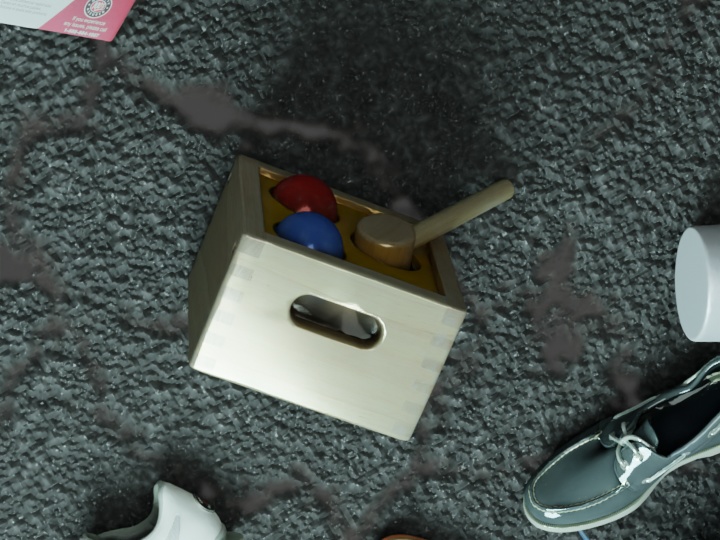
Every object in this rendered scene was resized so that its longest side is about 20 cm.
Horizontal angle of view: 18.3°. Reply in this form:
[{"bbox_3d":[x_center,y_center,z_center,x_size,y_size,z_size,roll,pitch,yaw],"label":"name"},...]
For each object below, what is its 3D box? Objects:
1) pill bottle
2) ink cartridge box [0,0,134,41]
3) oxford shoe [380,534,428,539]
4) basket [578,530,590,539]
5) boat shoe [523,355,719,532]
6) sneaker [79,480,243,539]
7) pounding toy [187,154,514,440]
[{"bbox_3d":[0.330,0.007,1.587,0.199,0.111,0.112,-1,101,-9],"label":"pill bottle"},{"bbox_3d":[-0.177,-0.255,1.398,0.085,0.145,0.200,47,114,28],"label":"ink cartridge box"},{"bbox_3d":[0.088,0.262,1.614,0.200,0.073,0.071,37,93,-13],"label":"oxford shoe"},{"bbox_3d":[0.275,0.204,1.610,0.176,0.139,0.200,-34,69,-2],"label":"basket"},{"bbox_3d":[0.201,0.118,1.592,0.199,0.073,0.062,-27,145,2],"label":"boat shoe"},{"bbox_3d":[-0.181,0.232,1.569,0.089,0.074,0.200,44,81,-14],"label":"sneaker"},{"bbox_3d":[0.000,0.000,1.510,0.199,0.184,0.143,19,109,-12],"label":"pounding toy"}]
